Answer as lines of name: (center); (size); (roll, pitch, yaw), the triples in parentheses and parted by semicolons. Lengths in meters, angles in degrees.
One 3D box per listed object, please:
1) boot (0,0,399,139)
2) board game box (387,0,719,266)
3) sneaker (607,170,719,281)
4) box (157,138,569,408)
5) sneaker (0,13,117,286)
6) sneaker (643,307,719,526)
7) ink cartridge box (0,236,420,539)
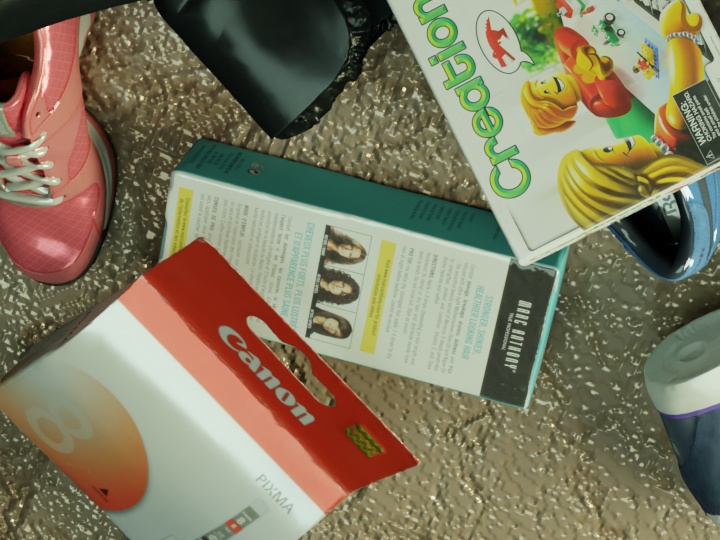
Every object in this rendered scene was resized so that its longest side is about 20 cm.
boot: (-0.085, -0.122, 1.100); (0.168, 0.200, 0.076); (49, 160, -8)
board game box: (0.085, -0.119, 1.078); (0.126, 0.035, 0.200); (-27, 86, 8)
sneaker: (0.111, -0.084, 1.115); (0.066, 0.078, 0.200); (-27, 104, 25)
box: (0.000, 0.000, 1.195); (0.200, 0.049, 0.082); (15, 118, 7)
sneaker: (-0.172, -0.077, 1.180); (0.074, 0.087, 0.200); (5, 115, 13)
sneaker: (0.252, 0.070, 1.156); (0.200, 0.081, 0.147); (-23, 115, 19)
ink cartridge box: (-0.084, 0.082, 1.209); (0.162, 0.050, 0.200); (47, 146, -10)
